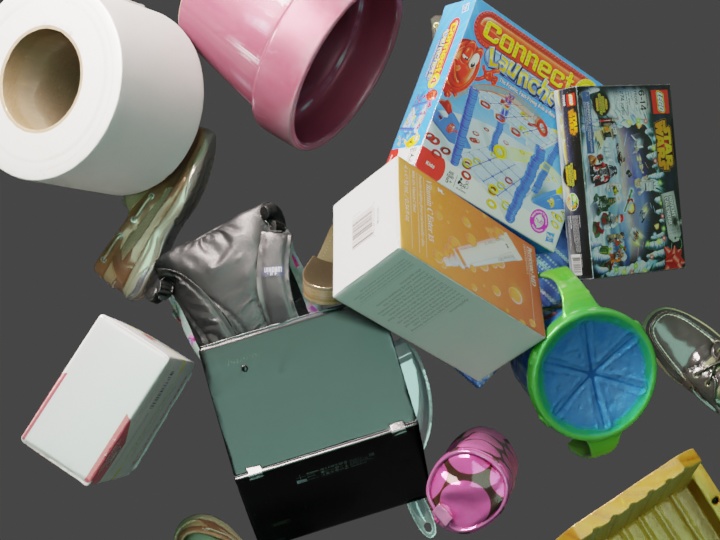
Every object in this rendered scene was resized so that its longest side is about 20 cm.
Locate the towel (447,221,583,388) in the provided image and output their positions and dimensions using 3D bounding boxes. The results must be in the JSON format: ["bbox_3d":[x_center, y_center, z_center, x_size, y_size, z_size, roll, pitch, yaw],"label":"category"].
[{"bbox_3d":[0.144,0.010,1.546,0.145,0.024,0.200,43,85,3],"label":"towel"}]

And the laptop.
[{"bbox_3d":[-0.042,0.155,1.435,0.187,0.200,0.116,-16,47,-4],"label":"laptop"}]

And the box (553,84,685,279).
[{"bbox_3d":[0.275,-0.095,1.510,0.137,0.040,0.201,-7,92,-34],"label":"box"}]

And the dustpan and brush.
[{"bbox_3d":[0.032,0.188,1.508,0.139,0.057,0.201,-25,86,-4],"label":"dustpan and brush"}]

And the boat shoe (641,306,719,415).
[{"bbox_3d":[0.386,0.114,1.522,0.072,0.066,0.201,-44,88,-4],"label":"boat shoe"}]

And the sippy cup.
[{"bbox_3d":[0.218,0.094,1.478,0.139,0.130,0.178,21,94,-17],"label":"sippy cup"}]

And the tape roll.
[{"bbox_3d":[-0.279,-0.182,1.452,0.202,0.139,0.204,-2,86,29],"label":"tape roll"}]

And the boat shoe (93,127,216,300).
[{"bbox_3d":[-0.219,-0.069,1.518,0.072,0.076,0.201,27,83,3],"label":"boat shoe"}]

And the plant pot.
[{"bbox_3d":[-0.082,-0.254,1.488,0.179,0.200,0.200,33,85,16],"label":"plant pot"}]

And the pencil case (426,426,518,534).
[{"bbox_3d":[0.112,0.213,1.439,0.094,0.200,0.091,-35,82,6],"label":"pencil case"}]

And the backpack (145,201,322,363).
[{"bbox_3d":[-0.105,0.048,1.483,0.166,0.127,0.201,-28,85,13],"label":"backpack"}]

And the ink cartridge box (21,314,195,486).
[{"bbox_3d":[-0.248,0.131,1.437,0.083,0.200,0.145,31,85,4],"label":"ink cartridge box"}]

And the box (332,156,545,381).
[{"bbox_3d":[0.077,0.001,1.412,0.200,0.097,0.125,31,40,-31],"label":"box"}]

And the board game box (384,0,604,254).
[{"bbox_3d":[0.145,-0.146,1.485,0.200,0.056,0.196,28,74,-29],"label":"board game box"}]

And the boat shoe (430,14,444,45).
[{"bbox_3d":[0.097,-0.177,1.538,0.060,0.072,0.203,5,87,11],"label":"boat shoe"}]

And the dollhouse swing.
[{"bbox_3d":[0.299,0.296,1.450,0.200,0.176,0.182,-32,87,-5],"label":"dollhouse swing"}]

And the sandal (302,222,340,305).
[{"bbox_3d":[-0.005,-0.001,1.490,0.077,0.212,0.070,13,121,19],"label":"sandal"}]

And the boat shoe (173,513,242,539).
[{"bbox_3d":[-0.112,0.328,1.486,0.200,0.074,0.076,31,85,1],"label":"boat shoe"}]
